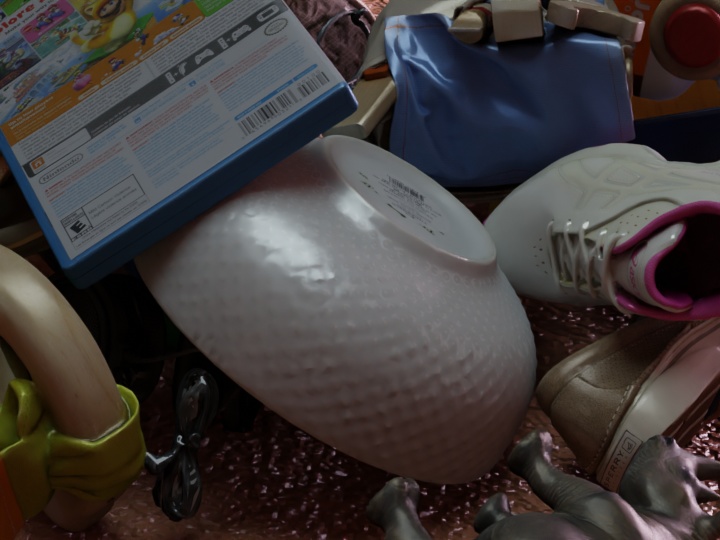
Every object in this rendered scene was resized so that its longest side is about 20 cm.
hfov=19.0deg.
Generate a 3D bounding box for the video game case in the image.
[{"bbox_3d":[-0.100,-0.090,0.970,0.143,0.018,0.200,-33,44,-2],"label":"video game case"}]

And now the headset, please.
[{"bbox_3d":[-0.094,0.050,0.991,0.122,0.095,0.200,8,4,-17],"label":"headset"}]

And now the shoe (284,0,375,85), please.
[{"bbox_3d":[-0.009,-0.107,1.255,0.053,0.070,0.200,13,-18,36],"label":"shoe"}]

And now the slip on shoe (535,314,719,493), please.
[{"bbox_3d":[0.153,0.037,1.008,0.060,0.076,0.200,36,43,20],"label":"slip on shoe"}]

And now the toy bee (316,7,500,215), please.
[{"bbox_3d":[0.082,-0.087,1.225,0.108,0.132,0.199,6,11,43],"label":"toy bee"}]

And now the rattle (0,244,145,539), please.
[{"bbox_3d":[-0.192,0.039,0.891,0.143,0.200,0.130,-37,-6,-13],"label":"rattle"}]

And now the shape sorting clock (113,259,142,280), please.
[{"bbox_3d":[-0.072,-0.025,1.190,0.198,0.040,0.200,-8,22,3],"label":"shape sorting clock"}]

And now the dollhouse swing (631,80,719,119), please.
[{"bbox_3d":[0.276,-0.144,1.335,0.199,0.183,0.176,22,51,42],"label":"dollhouse swing"}]

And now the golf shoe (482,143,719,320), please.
[{"bbox_3d":[0.124,-0.014,0.968,0.199,0.076,0.091,-7,16,41],"label":"golf shoe"}]

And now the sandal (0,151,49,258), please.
[{"bbox_3d":[-0.177,-0.038,1.013,0.198,0.054,0.080,-13,21,19],"label":"sandal"}]

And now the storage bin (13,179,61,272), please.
[{"bbox_3d":[-0.120,-0.077,1.133,0.134,0.146,0.200,-36,21,8],"label":"storage bin"}]

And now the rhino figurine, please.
[{"bbox_3d":[0.082,0.111,0.850,0.199,0.060,0.087,-16,48,-35],"label":"rhino figurine"}]

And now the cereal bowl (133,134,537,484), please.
[{"bbox_3d":[0.000,0.000,0.966,0.199,0.084,0.200,30,19,-12],"label":"cereal bowl"}]

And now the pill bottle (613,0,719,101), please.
[{"bbox_3d":[0.127,-0.155,1.139,0.198,0.114,0.113,14,25,9],"label":"pill bottle"}]

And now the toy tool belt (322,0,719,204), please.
[{"bbox_3d":[0.086,-0.092,1.041,0.198,0.126,0.123,-9,13,14],"label":"toy tool belt"}]

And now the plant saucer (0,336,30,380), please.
[{"bbox_3d":[-0.250,0.039,1.027,0.198,0.049,0.200,-2,23,-5],"label":"plant saucer"}]

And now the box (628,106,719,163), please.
[{"bbox_3d":[0.213,-0.074,1.139,0.199,0.033,0.121,-8,0,40],"label":"box"}]
